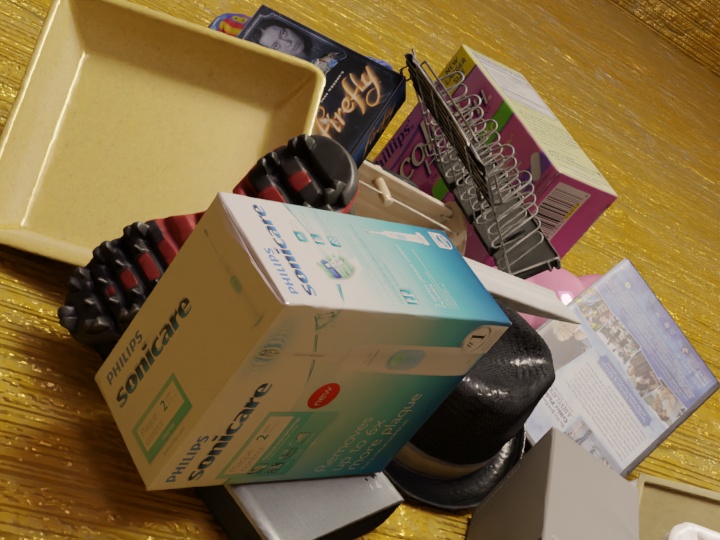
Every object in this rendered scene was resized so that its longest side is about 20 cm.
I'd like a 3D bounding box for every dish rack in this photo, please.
[{"bbox_3d":[0.094,-0.086,0.921,0.154,0.054,0.200,60,-1,30],"label":"dish rack"}]

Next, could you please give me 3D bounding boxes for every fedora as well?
[{"bbox_3d":[0.077,0.077,0.853,0.199,0.091,0.203,23,52,-33],"label":"fedora"}]

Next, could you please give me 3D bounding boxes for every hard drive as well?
[{"bbox_3d":[-0.075,0.094,0.747,0.200,0.033,0.139,50,27,20],"label":"hard drive"}]

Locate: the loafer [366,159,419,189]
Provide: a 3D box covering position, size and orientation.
[{"bbox_3d":[-0.036,-0.090,1.077,0.199,0.069,0.070,22,-1,-23],"label":"loafer"}]

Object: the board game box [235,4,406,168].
[{"bbox_3d":[-0.072,-0.093,0.867,0.134,0.201,0.035,28,-21,13],"label":"board game box"}]

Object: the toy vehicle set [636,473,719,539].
[{"bbox_3d":[0.283,0.231,0.819,0.198,0.126,0.027,12,-21,20],"label":"toy vehicle set"}]

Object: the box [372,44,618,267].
[{"bbox_3d":[0.121,-0.085,1.139,0.096,0.176,0.201,15,35,-41],"label":"box"}]

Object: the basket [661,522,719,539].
[{"bbox_3d":[0.219,0.276,0.684,0.134,0.124,0.201,20,36,7],"label":"basket"}]

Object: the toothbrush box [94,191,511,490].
[{"bbox_3d":[-0.030,0.046,0.677,0.199,0.147,0.086,9,38,-48],"label":"toothbrush box"}]

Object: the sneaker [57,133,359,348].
[{"bbox_3d":[-0.085,-0.002,0.711,0.071,0.199,0.098,58,-6,29],"label":"sneaker"}]

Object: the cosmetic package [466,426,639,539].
[{"bbox_3d":[0.120,0.205,0.750,0.090,0.107,0.200,35,24,-6],"label":"cosmetic package"}]

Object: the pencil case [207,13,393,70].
[{"bbox_3d":[-0.062,-0.182,1.095,0.198,0.088,0.078,24,46,28],"label":"pencil case"}]

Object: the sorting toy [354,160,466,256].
[{"bbox_3d":[0.000,0.000,0.941,0.199,0.107,0.182,25,38,-37],"label":"sorting toy"}]

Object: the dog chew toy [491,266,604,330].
[{"bbox_3d":[0.179,0.052,1.072,0.198,0.125,0.125,18,32,-24],"label":"dog chew toy"}]

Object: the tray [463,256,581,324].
[{"bbox_3d":[0.075,0.004,0.887,0.199,0.022,0.107,19,-3,-41],"label":"tray"}]

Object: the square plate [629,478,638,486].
[{"bbox_3d":[0.311,0.212,0.952,0.196,0.029,0.200,10,-1,23],"label":"square plate"}]

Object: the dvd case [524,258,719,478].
[{"bbox_3d":[0.208,0.097,0.994,0.199,0.018,0.143,-34,86,-28],"label":"dvd case"}]

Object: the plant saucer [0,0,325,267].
[{"bbox_3d":[-0.141,-0.076,0.796,0.198,0.049,0.202,17,65,-9],"label":"plant saucer"}]
